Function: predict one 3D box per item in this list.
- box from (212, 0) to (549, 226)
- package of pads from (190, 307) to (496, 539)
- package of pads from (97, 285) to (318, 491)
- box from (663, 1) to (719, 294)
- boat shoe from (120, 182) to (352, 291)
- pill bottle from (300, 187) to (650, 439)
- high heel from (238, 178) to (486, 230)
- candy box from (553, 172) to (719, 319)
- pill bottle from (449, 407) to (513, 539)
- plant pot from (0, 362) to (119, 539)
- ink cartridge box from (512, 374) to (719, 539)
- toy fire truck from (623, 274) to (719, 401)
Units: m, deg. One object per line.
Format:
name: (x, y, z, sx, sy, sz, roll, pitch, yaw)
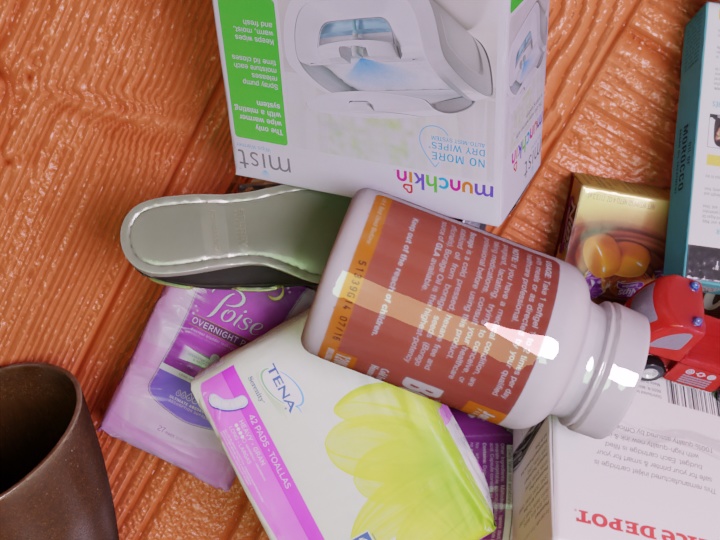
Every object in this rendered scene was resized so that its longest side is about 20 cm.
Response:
box: (0.015, -0.141, 0.658, 0.199, 0.097, 0.177, 13, 127, 22)
package of pads: (-0.008, 0.125, 0.722, 0.154, 0.068, 0.201, -29, 86, 4)
package of pads: (-0.113, 0.064, 0.803, 0.120, 0.076, 0.201, 26, 105, -8)
box: (0.270, -0.083, 0.719, 0.082, 0.049, 0.201, 8, 83, 0)
boat shoe: (-0.066, -0.021, 0.717, 0.200, 0.061, 0.072, 1, 79, -10)
pill bottle: (0.072, 0.032, 0.638, 0.199, 0.112, 0.113, 21, 106, 0)
high heel: (0.000, 0.000, 0.778, 0.199, 0.071, 0.143, 6, 100, -9)
candy box: (0.251, 0.002, 0.780, 0.199, 0.056, 0.117, 11, 106, 0)
pill bottle: (0.123, 0.166, 0.804, 0.199, 0.112, 0.113, 2, 106, 1)
plant pot: (-0.272, 0.211, 0.811, 0.186, 0.187, 0.201, -15, 120, 6)
ink cartridge box: (0.185, 0.133, 0.709, 0.145, 0.201, 0.084, 15, 139, -6)
toy fire truck: (0.285, 0.038, 0.671, 0.199, 0.049, 0.141, 17, 141, -9)
